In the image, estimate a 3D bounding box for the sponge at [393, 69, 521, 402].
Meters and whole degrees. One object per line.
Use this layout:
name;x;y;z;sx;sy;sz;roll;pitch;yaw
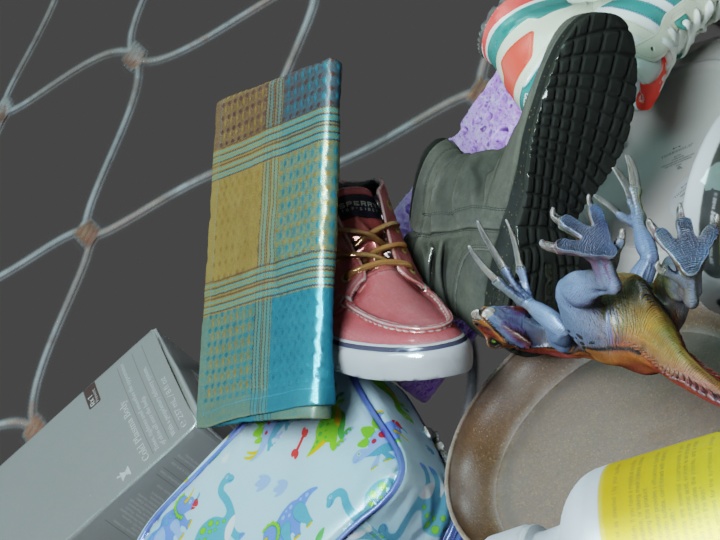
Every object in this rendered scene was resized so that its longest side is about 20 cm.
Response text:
sponge;0.065;-0.026;1.286;0.201;0.030;0.112;-53;36;5

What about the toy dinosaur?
toy dinosaur;0.110;0.029;1.040;0.104;0.182;0.201;-6;61;-10

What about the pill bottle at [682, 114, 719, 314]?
pill bottle;0.268;-0.017;1.020;0.199;0.114;0.115;13;67;35

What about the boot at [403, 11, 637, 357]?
boot;0.076;-0.058;1.187;0.130;0.067;0.202;25;102;52

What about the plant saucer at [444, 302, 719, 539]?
plant saucer;0.138;0.087;1.106;0.199;0.032;0.201;-26;33;18

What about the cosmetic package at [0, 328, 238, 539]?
cosmetic package;-0.166;0.148;1.336;0.200;0.090;0.107;-41;41;5

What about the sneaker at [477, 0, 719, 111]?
sneaker;0.175;-0.138;1.238;0.198;0.071;0.094;-19;55;-8

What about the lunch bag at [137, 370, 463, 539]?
lunch bag;-0.039;0.151;1.206;0.200;0.082;0.161;-47;36;9

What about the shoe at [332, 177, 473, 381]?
shoe;0.000;0.000;1.193;0.200;0.071;0.092;-156;62;-62

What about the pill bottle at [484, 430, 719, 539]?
pill bottle;0.157;0.129;0.917;0.199;0.112;0.113;-19;46;20

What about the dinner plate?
dinner plate;0.188;-0.063;1.225;0.199;0.024;0.201;-25;45;27

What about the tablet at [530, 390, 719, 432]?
tablet;0.135;0.125;1.123;0.199;0.014;0.131;-1;58;44

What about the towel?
towel;-0.051;-0.011;1.205;0.146;0.022;0.202;-10;75;59
